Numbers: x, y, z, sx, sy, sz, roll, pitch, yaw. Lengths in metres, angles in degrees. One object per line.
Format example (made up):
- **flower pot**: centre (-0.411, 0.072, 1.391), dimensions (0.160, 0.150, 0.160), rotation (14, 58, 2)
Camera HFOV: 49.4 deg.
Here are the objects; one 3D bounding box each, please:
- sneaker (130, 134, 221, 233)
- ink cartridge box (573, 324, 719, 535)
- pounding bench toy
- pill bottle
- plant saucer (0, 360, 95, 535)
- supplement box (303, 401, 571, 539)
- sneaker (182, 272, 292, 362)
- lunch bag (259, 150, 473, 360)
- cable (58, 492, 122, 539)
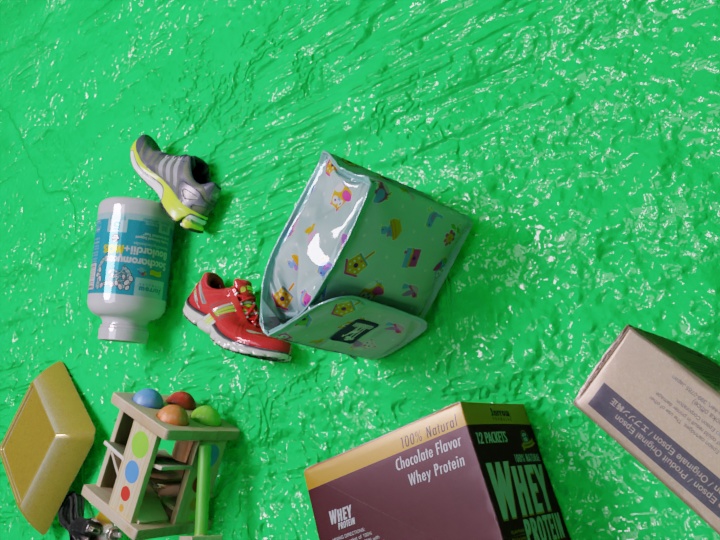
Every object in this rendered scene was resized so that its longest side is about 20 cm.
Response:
- **sneaker**: centre (-0.264, -0.141, 1.139), dimensions (0.081, 0.074, 0.200), rotation (-48, 61, 9)
- **ink cartridge box**: centre (0.270, 0.127, 0.571), dimensions (0.165, 0.199, 0.075), rotation (42, 106, 36)
- **pounding bench toy**: centre (-0.226, 0.249, 0.985), dimensions (0.199, 0.124, 0.157), rotation (20, 93, 39)
- **pill bottle**: centre (-0.331, 0.002, 1.127), dimensions (0.110, 0.110, 0.202), rotation (-3, 80, 38)
- **plant saucer**: centre (-0.507, 0.274, 1.235), dimensions (0.200, 0.048, 0.201), rotation (42, 108, 43)
- **supplement box**: centre (0.079, 0.253, 0.739), dimensions (0.197, 0.132, 0.201), rotation (-30, 64, 30)
- **sneaker**: centre (-0.157, 0.055, 1.005), dimensions (0.199, 0.077, 0.085), rotation (26, 92, 38)
- **lunch bag**: centre (0.000, 0.000, 0.828), dimensions (0.122, 0.170, 0.201), rotation (35, 103, 45)
- **cable**: centre (-0.395, 0.377, 1.126), dimensions (0.200, 0.050, 0.098), rotation (-12, 56, 56)
